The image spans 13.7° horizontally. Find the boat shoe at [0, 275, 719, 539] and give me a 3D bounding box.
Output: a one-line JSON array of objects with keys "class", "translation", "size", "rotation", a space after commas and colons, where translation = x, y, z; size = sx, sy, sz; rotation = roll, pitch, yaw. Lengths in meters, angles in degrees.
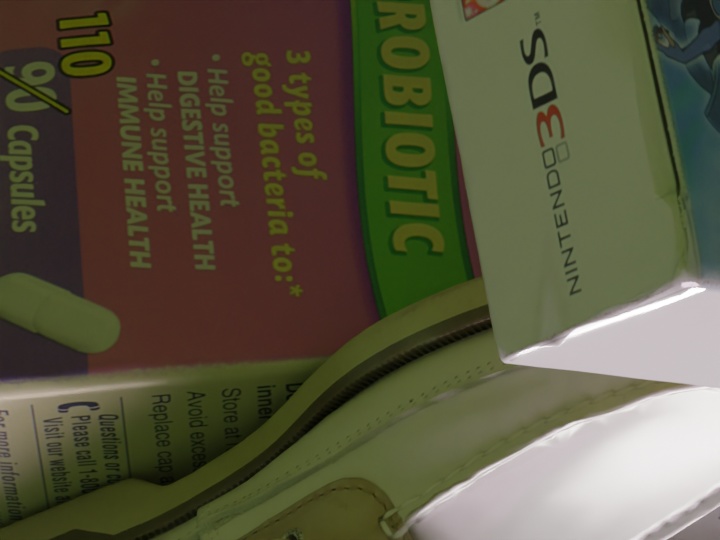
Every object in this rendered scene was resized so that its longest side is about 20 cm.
[{"class": "boat shoe", "translation": [0.002, 0.062, 0.553], "size": [0.199, 0.069, 0.075], "rotation": [-29, 139, 27]}]

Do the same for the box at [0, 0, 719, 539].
[{"class": "box", "translation": [0.008, -0.028, 0.640], "size": [0.198, 0.177, 0.097], "rotation": [-4, 144, -3]}]

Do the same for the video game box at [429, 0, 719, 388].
[{"class": "video game box", "translation": [0.084, -0.067, 0.527], "size": [0.047, 0.183, 0.199], "rotation": [-27, 157, 37]}]
